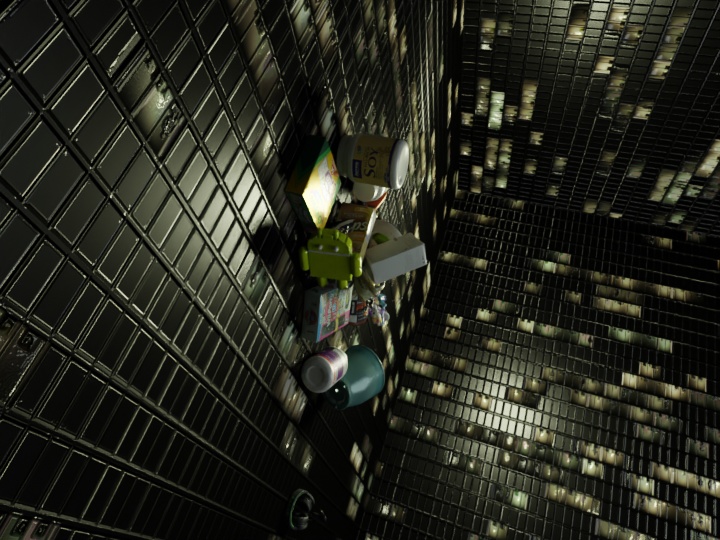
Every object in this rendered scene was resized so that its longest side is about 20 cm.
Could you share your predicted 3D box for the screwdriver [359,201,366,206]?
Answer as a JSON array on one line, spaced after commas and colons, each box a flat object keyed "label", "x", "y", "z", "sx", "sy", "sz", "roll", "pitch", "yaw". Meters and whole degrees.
[{"label": "screwdriver", "x": 0.009, "y": -0.189, "z": 1.785, "sx": 0.029, "sy": 0.027, "sz": 0.202, "roll": 58, "pitch": 16, "yaw": -32}]

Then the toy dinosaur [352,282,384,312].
[{"label": "toy dinosaur", "x": 0.027, "y": 0.087, "z": 1.788, "sx": 0.197, "sy": 0.047, "sz": 0.091, "roll": -13, "pitch": 113, "yaw": -47}]

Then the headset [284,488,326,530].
[{"label": "headset", "x": -0.192, "y": 0.843, "z": 1.825, "sx": 0.201, "sy": 0.091, "sz": 0.126, "roll": 57, "pitch": 47, "yaw": -53}]

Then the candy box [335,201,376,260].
[{"label": "candy box", "x": -0.032, "y": -0.107, "z": 1.660, "sx": 0.055, "sy": 0.112, "sz": 0.205, "roll": 61, "pitch": 44, "yaw": -67}]

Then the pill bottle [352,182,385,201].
[{"label": "pill bottle", "x": 0.044, "y": -0.305, "z": 1.788, "sx": 0.200, "sy": 0.107, "sz": 0.114, "roll": -50, "pitch": 149, "yaw": -58}]

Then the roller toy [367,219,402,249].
[{"label": "roller toy", "x": 0.073, "y": -0.082, "z": 1.879, "sx": 0.139, "sy": 0.197, "sz": 0.185, "roll": -42, "pitch": 128, "yaw": -25}]

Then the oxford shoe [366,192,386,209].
[{"label": "oxford shoe", "x": 0.069, "y": -0.280, "z": 1.968, "sx": 0.074, "sy": 0.069, "sz": 0.203, "roll": 92, "pitch": 18, "yaw": -48}]

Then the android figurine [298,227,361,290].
[{"label": "android figurine", "x": -0.082, "y": -0.033, "z": 1.427, "sx": 0.042, "sy": 0.176, "sz": 0.204, "roll": -72, "pitch": 167, "yaw": -47}]

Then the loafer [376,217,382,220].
[{"label": "loafer", "x": 0.063, "y": -0.154, "z": 2.065, "sx": 0.202, "sy": 0.069, "sz": 0.065, "roll": 86, "pitch": 3, "yaw": -59}]

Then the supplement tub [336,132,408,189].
[{"label": "supplement tub", "x": 0.038, "y": -0.335, "z": 1.588, "sx": 0.145, "sy": 0.194, "sz": 0.150, "roll": 12, "pitch": 90, "yaw": -74}]

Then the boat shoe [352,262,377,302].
[{"label": "boat shoe", "x": 0.000, "y": 0.000, "z": 1.683, "sx": 0.073, "sy": 0.061, "sz": 0.205, "roll": 39, "pitch": 29, "yaw": -66}]

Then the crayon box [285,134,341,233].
[{"label": "crayon box", "x": -0.119, "y": -0.220, "z": 1.381, "sx": 0.201, "sy": 0.057, "sz": 0.177, "roll": 69, "pitch": 36, "yaw": -62}]

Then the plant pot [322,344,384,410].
[{"label": "plant pot", "x": -0.042, "y": 0.399, "z": 1.888, "sx": 0.186, "sy": 0.196, "sz": 0.206, "roll": -22, "pitch": 125, "yaw": -52}]

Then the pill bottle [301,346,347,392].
[{"label": "pill bottle", "x": -0.109, "y": 0.316, "z": 1.702, "sx": 0.199, "sy": 0.109, "sz": 0.116, "roll": -15, "pitch": 117, "yaw": -72}]

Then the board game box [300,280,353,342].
[{"label": "board game box", "x": -0.102, "y": 0.118, "z": 1.621, "sx": 0.199, "sy": 0.063, "sz": 0.152, "roll": -23, "pitch": 123, "yaw": -58}]

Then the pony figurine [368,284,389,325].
[{"label": "pony figurine", "x": 0.036, "y": 0.132, "z": 1.992, "sx": 0.194, "sy": 0.161, "sz": 0.206, "roll": 121, "pitch": -38, "yaw": -65}]

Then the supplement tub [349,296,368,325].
[{"label": "supplement tub", "x": -0.020, "y": 0.085, "z": 1.854, "sx": 0.107, "sy": 0.104, "sz": 0.205, "roll": -52, "pitch": 150, "yaw": -55}]

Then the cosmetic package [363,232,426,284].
[{"label": "cosmetic package", "x": 0.107, "y": -0.040, "z": 1.722, "sx": 0.113, "sy": 0.195, "sz": 0.083, "roll": -135, "pitch": -152, "yaw": -57}]

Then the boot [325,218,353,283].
[{"label": "boot", "x": -0.064, "y": -0.063, "z": 1.565, "sx": 0.200, "sy": 0.071, "sz": 0.155, "roll": -41, "pitch": 116, "yaw": -59}]
